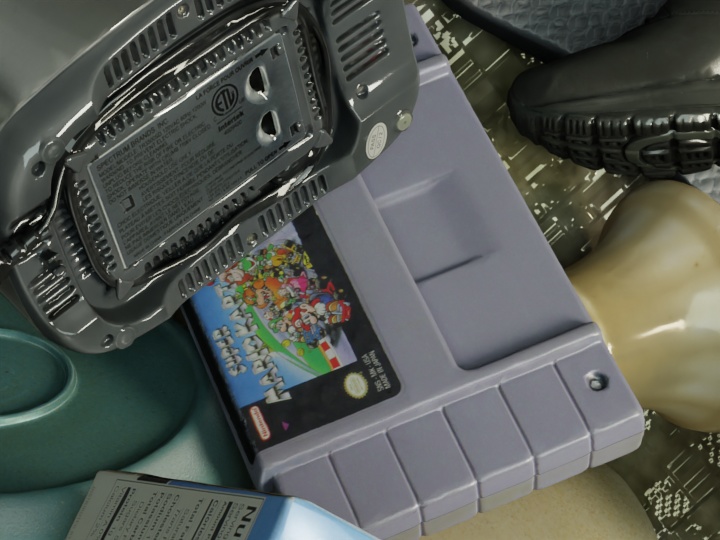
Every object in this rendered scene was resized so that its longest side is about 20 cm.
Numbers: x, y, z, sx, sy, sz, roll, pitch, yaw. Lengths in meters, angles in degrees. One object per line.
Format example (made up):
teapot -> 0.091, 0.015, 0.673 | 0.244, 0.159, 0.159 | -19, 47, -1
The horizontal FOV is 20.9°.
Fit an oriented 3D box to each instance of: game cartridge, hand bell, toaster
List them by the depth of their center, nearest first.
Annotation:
toaster -> -0.086, -0.064, 0.660 | 0.200, 0.129, 0.114 | -39, 140, -20
game cartridge -> 0.000, 0.000, 0.695 | 0.129, 0.039, 0.201 | -19, 57, -12
hand bell -> 0.050, 0.039, 0.736 | 0.199, 0.104, 0.105 | -17, 99, -31

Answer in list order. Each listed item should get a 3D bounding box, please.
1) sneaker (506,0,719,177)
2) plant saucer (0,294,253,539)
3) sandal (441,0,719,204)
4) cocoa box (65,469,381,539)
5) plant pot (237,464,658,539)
sneaker -> 0.152, -0.091, 0.753 | 0.198, 0.076, 0.092 | -10, 78, 0
plant saucer -> -0.133, 0.046, 0.688 | 0.198, 0.200, 0.028 | 1, 117, -11
sandal -> 0.118, -0.089, 0.808 | 0.200, 0.043, 0.076 | 38, 80, -2
cocoa box -> 0.001, 0.160, 0.570 | 0.199, 0.131, 0.134 | 31, 72, -26
plant pot -> 0.013, 0.142, 0.746 | 0.199, 0.187, 0.189 | -13, 98, -22
